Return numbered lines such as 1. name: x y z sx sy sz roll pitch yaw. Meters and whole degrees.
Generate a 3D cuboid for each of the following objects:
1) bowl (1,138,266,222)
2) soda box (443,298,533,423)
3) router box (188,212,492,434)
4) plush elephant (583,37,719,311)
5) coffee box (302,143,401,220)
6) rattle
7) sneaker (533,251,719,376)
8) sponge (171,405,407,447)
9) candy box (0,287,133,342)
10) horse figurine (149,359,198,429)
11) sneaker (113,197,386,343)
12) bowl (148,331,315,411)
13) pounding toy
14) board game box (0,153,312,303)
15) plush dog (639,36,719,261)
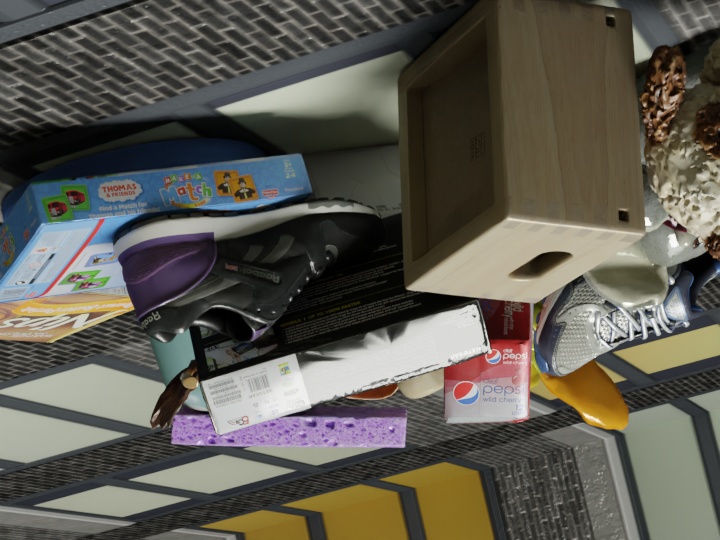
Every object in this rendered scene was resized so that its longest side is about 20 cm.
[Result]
1. bowl: -0.162 -0.045 1.676 0.201 0.039 0.201 -12 167 -3
2. soda box: 0.097 0.041 1.697 0.063 0.070 0.200 1 -157 4
3. router box: -0.021 0.032 1.605 0.200 0.051 0.149 -16 -150 -2
4. plush elephant: 0.230 -0.060 1.698 0.155 0.165 0.200 41 157 -25
5. coffee box: 0.000 0.000 1.765 0.113 0.080 0.200 -8 140 -20
6. rattle: 0.100 0.099 1.894 0.200 0.130 0.143 -33 117 18
7. sneaker: 0.218 0.017 1.770 0.200 0.085 0.077 -40 133 -22
8. sponge: -0.060 0.133 1.951 0.200 0.030 0.112 1 -178 2
9. candy box: -0.272 0.012 1.778 0.115 0.055 0.200 -21 165 31
10. horse figurine: -0.060 0.067 1.686 0.200 0.050 0.133 -12 -167 7
11. sneaker: -0.069 0.008 1.559 0.200 0.088 0.076 -8 162 -28
12. bowl: -0.093 0.065 1.935 0.201 0.105 0.201 1 -179 0
13. pounding toy: 0.112 -0.083 1.521 0.142 0.184 0.200 6 161 -22
14. board game box: -0.153 -0.028 1.583 0.200 0.037 0.151 -7 161 -28
15. plush dog: 0.258 -0.094 1.486 0.172 0.200 0.160 -36 -172 -21
